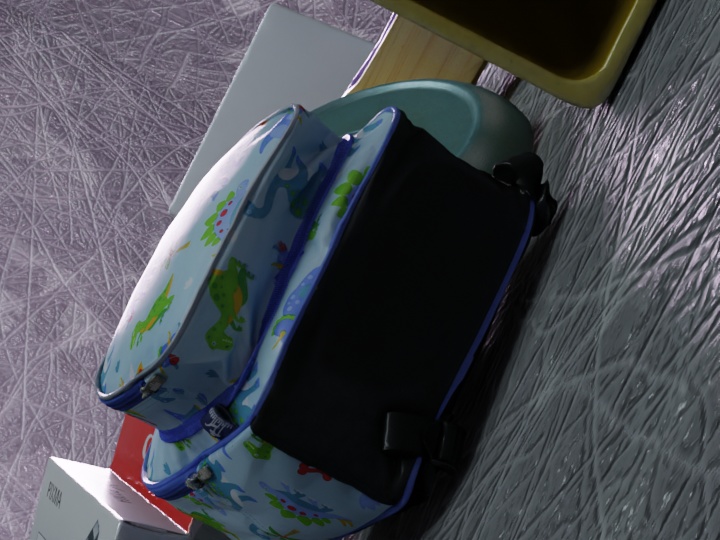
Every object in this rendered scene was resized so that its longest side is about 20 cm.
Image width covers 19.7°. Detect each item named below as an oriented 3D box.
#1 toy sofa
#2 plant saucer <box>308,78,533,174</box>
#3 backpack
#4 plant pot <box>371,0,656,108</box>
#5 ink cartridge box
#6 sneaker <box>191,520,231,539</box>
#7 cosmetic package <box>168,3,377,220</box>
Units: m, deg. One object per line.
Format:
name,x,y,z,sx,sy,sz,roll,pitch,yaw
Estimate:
toy sofa,0.067,-0.165,1.344,0.200,0.097,0.083,-61,6,42
plant saucer,-0.003,-0.051,1.131,0.199,0.028,0.200,-19,29,11
backpack,-0.032,0.030,0.953,0.200,0.147,0.184,-45,18,58
plant pot,0.071,-0.206,1.026,0.196,0.194,0.200,-63,-1,5
ink cartridge box,-0.133,0.125,1.130,0.200,0.045,0.177,-167,92,-70
sneaker,-0.066,0.137,1.127,0.080,0.076,0.201,-26,46,63
cosmetic package,-0.053,-0.087,1.768,0.200,0.122,0.200,69,-135,-73
